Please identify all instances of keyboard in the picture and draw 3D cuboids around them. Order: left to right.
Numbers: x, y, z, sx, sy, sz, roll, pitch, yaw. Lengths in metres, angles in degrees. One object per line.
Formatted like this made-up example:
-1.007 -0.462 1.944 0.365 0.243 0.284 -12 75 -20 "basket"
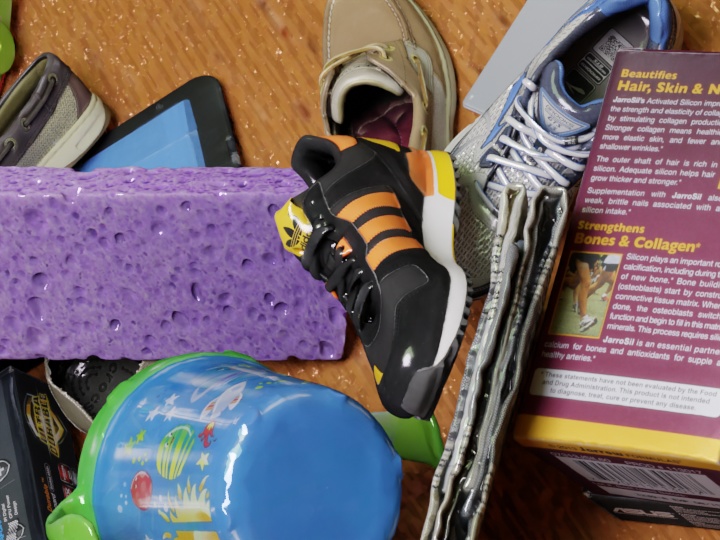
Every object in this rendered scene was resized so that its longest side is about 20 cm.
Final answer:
0.129 -0.167 1.278 0.056 0.011 0.200 27 82 45 "keyboard"

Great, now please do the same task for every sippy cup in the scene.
-0.050 0.104 1.087 0.178 0.140 0.130 -54 20 -21 "sippy cup"

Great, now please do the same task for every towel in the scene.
0.056 0.069 1.088 0.035 0.200 0.193 16 73 4 "towel"

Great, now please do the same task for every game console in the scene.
-0.172 -0.026 1.333 0.200 0.176 0.116 -31 81 16 "game console"

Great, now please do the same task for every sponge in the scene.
-0.104 -0.003 1.216 0.200 0.112 0.030 0 36 -7 "sponge"

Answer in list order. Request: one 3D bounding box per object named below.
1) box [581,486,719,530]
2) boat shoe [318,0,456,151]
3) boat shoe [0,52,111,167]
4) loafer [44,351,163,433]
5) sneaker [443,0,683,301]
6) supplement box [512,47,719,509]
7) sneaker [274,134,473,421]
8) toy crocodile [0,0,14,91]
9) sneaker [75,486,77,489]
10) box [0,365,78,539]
0.220 0.032 1.087 0.200 0.048 0.193 3 66 35 "box"
0.012 -0.093 1.275 0.074 0.066 0.200 -28 54 18 "boat shoe"
-0.235 -0.054 1.376 0.073 0.065 0.200 -11 33 50 "boat shoe"
-0.107 0.088 1.254 0.200 0.070 0.075 21 79 39 "loafer"
0.095 -0.074 1.182 0.077 0.085 0.200 34 87 3 "sneaker"
0.159 0.004 1.057 0.110 0.086 0.200 5 70 37 "supplement box"
0.000 0.000 1.103 0.200 0.090 0.070 -90 17 -56 "sneaker"
-0.259 -0.104 1.470 0.067 0.062 0.200 -10 56 29 "toy crocodile"
-0.100 0.158 1.195 0.105 0.076 0.200 -5 86 45 "sneaker"
-0.223 0.177 1.288 0.159 0.046 0.200 -33 52 22 "box"
